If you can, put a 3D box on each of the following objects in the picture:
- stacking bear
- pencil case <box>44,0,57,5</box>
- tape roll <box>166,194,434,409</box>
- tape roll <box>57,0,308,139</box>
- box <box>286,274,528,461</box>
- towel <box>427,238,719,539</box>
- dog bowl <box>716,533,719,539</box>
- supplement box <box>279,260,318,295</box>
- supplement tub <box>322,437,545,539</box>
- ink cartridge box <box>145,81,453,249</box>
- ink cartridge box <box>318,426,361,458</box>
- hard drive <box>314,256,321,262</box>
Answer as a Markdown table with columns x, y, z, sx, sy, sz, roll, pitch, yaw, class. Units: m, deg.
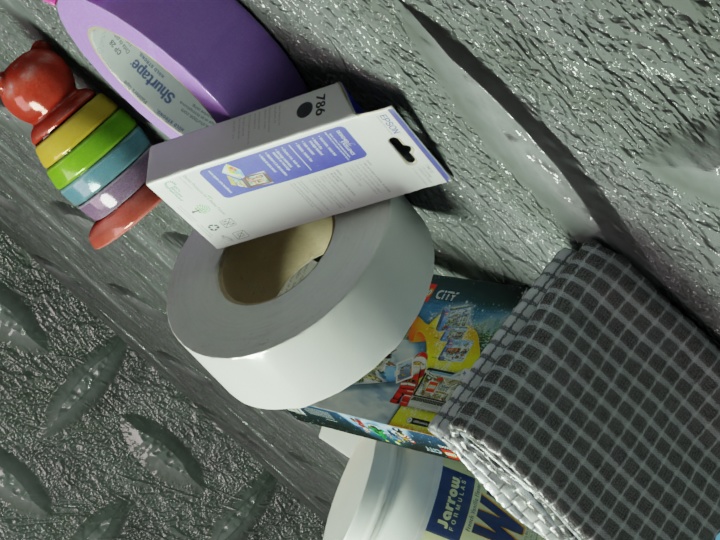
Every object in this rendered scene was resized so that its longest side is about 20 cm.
| x | y | z | sx | sy | sz | roll | pitch | yaw | class |
| --- | --- | --- | --- | --- | --- | --- | --- | --- | --- |
| -0.285 | -0.137 | 1.571 | 0.200 | 0.121 | 0.114 | 50 | 167 | -12 | stacking bear |
| -0.207 | -0.257 | 1.004 | 0.088 | 0.089 | 0.200 | 35 | 165 | 15 | pencil case |
| -0.047 | 0.003 | 1.166 | 0.202 | 0.203 | 0.071 | 24 | 161 | 49 | tape roll |
| -0.132 | -0.158 | 1.167 | 0.200 | 0.066 | 0.200 | 36 | 166 | 10 | tape roll |
| 0.037 | 0.068 | 1.221 | 0.199 | 0.137 | 0.038 | 8 | 150 | 47 | box |
| 0.167 | 0.103 | 0.999 | 0.200 | 0.166 | 0.086 | 41 | 161 | -10 | towel |
| 0.204 | 0.124 | 1.100 | 0.200 | 0.112 | 0.050 | 42 | 133 | -8 | dog bowl |
| -0.064 | 0.035 | 1.371 | 0.199 | 0.074 | 0.126 | 25 | 165 | -6 | supplement box |
| 0.080 | 0.226 | 1.322 | 0.199 | 0.146 | 0.145 | 22 | 169 | -8 | supplement tub |
| -0.043 | -0.076 | 1.094 | 0.199 | 0.039 | 0.099 | -14 | 145 | 24 | ink cartridge box |
| 0.081 | 0.170 | 1.507 | 0.199 | 0.085 | 0.146 | 30 | -165 | 34 | ink cartridge box |
| 0.000 | 0.000 | 1.378 | 0.131 | 0.027 | 0.200 | 28 | 164 | 15 | hard drive |
